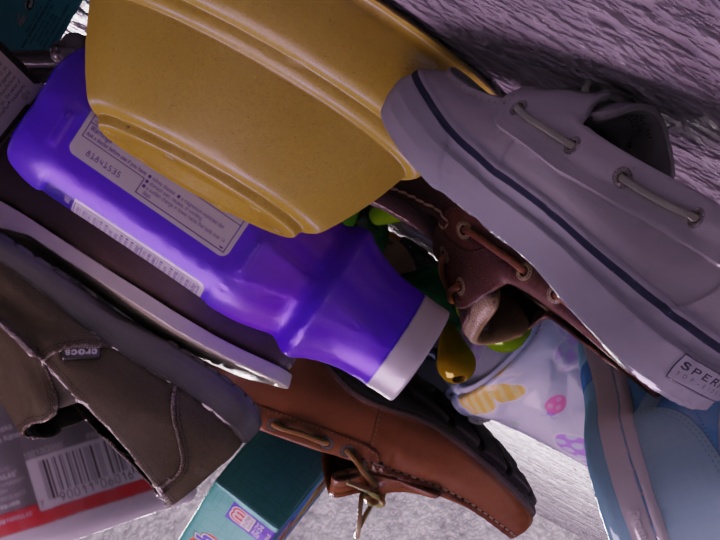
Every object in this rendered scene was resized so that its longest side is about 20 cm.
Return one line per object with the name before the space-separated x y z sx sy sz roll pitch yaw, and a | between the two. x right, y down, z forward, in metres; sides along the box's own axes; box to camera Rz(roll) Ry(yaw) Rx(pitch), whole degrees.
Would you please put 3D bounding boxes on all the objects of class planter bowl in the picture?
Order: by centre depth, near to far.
planter bowl | -0.045 -0.069 1.003 0.200 0.084 0.200 28 173 4

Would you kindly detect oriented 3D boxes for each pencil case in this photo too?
pencil case | 0.138 0.072 1.292 0.199 0.091 0.083 31 174 -22

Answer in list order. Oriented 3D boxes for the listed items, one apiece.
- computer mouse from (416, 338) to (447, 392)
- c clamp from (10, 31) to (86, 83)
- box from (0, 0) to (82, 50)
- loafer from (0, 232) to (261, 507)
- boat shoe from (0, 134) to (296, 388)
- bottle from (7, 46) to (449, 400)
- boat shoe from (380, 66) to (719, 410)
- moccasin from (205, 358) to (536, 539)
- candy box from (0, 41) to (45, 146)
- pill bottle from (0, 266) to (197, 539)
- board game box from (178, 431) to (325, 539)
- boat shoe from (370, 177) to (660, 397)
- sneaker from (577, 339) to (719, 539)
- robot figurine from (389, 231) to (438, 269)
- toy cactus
computer mouse | 0.056 0.046 1.363 0.199 0.034 0.059 -6 -122 -30
c clamp | -0.118 -0.087 1.224 0.170 0.027 0.200 -3 174 14
box | -0.217 -0.161 1.199 0.082 0.049 0.200 25 173 30
loafer | -0.143 0.039 1.151 0.199 0.070 0.075 30 170 8
boat shoe | -0.107 -0.014 1.166 0.199 0.060 0.072 30 170 12
bottle | -0.055 -0.018 1.100 0.199 0.065 0.084 34 -172 -1
boat shoe | 0.080 -0.028 0.862 0.073 0.067 0.200 27 -167 -43
moccasin | -0.001 0.085 1.278 0.201 0.078 0.074 27 -169 -22
candy box | -0.247 -0.122 1.099 0.200 0.061 0.136 46 158 -24
pill bottle | -0.162 0.034 1.256 0.114 0.113 0.201 123 130 -84
board game box | -0.037 0.104 1.398 0.045 0.200 0.152 37 137 3
boat shoe | 0.062 -0.002 1.109 0.199 0.072 0.072 26 173 29
sneaker | 0.165 0.056 1.117 0.200 0.130 0.080 -86 -23 -61
robot figurine | 0.065 0.036 1.484 0.199 0.058 0.145 28 171 10
toy cactus | 0.000 0.000 1.249 0.199 0.103 0.165 20 164 15
